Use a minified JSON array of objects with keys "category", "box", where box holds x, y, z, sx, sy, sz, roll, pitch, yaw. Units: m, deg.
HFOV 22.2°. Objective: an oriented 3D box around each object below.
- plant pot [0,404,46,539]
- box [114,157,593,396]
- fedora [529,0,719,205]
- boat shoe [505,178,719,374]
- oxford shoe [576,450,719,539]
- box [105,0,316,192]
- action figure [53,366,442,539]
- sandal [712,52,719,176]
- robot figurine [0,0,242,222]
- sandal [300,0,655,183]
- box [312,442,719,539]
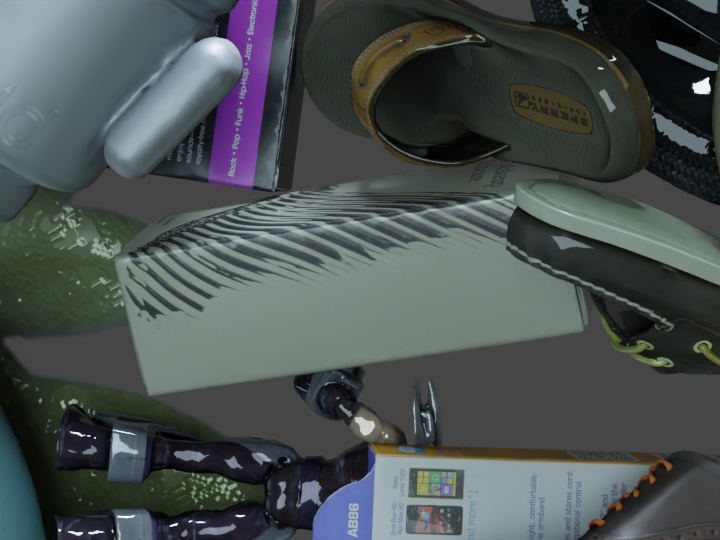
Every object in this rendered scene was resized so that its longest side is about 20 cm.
[{"category":"plant pot","box":[-0.226,0.132,0.824,0.199,0.200,0.189,-28,100,13]},{"category":"box","box":[0.000,0.000,0.808,0.199,0.082,0.069,-10,104,12]},{"category":"fedora","box":[0.166,-0.123,0.763,0.199,0.092,0.202,1,96,9]},{"category":"boat shoe","box":[0.137,0.016,0.743,0.200,0.072,0.061,17,108,-30]},{"category":"oxford shoe","box":[0.115,0.113,0.748,0.199,0.071,0.073,-7,84,-13]},{"category":"box","box":[-0.121,-0.121,0.862,0.199,0.036,0.144,9,93,12]},{"category":"action figure","box":[-0.038,0.100,0.834,0.198,0.069,0.131,3,86,-1]},{"category":"sandal","box":[0.175,-0.094,0.688,0.080,0.054,0.202,2,97,9]},{"category":"robot figurine","box":[-0.125,-0.114,0.787,0.170,0.113,0.200,42,99,16]},{"category":"sandal","box":[0.035,-0.069,0.766,0.199,0.054,0.082,23,140,45]},{"category":"box","box":[0.077,0.138,0.794,0.198,0.041,0.120,3,92,-2]}]
